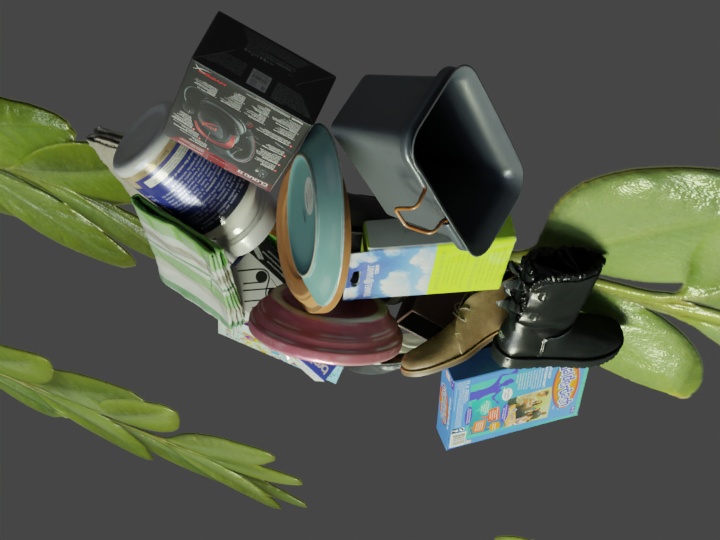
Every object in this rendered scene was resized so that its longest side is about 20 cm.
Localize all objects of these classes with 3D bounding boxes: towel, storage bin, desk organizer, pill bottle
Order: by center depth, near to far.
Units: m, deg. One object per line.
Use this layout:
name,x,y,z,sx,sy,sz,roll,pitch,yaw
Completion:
storage bin,0.062,-0.115,1.195,0.134,0.146,0.200,15,154,39
pill bottle,-0.204,-0.112,1.422,0.116,0.116,0.200,-9,139,48
towel,-0.225,-0.007,1.455,0.149,0.031,0.200,30,157,19
desk organizer,0.152,0.076,1.526,0.200,0.077,0.072,28,154,-10
towel,-0.282,-0.119,1.545,0.132,0.035,0.200,17,151,34

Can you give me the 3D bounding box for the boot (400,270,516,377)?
boot,0.132,0.067,1.435,0.076,0.200,0.074,64,174,-22

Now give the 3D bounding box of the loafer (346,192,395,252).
loafer,-0.014,-0.065,1.410,0.200,0.073,0.072,-5,137,42

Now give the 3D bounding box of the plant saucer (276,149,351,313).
plant saucer,-0.062,-0.048,1.349,0.032,0.201,0.200,-3,162,-22

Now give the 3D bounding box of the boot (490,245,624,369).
boot,0.256,0.042,1.369,0.198,0.073,0.163,-4,133,-20

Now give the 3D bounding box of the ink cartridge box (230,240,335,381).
ink cartridge box,-0.099,0.055,1.555,0.200,0.094,0.044,43,164,-13

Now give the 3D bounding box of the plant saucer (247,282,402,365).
plant saucer,-0.042,0.061,1.434,0.200,0.200,0.051,15,109,17

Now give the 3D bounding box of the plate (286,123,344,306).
plate,-0.054,-0.061,1.232,0.025,0.201,0.200,-2,159,-16

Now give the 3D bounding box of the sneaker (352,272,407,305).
sneaker,0.000,0.000,1.536,0.115,0.075,0.200,44,151,-9

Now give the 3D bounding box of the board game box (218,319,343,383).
board game box,-0.104,0.076,1.698,0.200,0.103,0.105,24,160,1

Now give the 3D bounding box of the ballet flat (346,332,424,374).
ballet flat,0.052,0.117,1.697,0.199,0.073,0.073,-3,144,32

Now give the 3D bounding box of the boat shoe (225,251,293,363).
boat shoe,-0.146,0.048,1.607,0.200,0.069,0.071,48,171,4

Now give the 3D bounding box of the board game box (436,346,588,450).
board game box,0.205,0.158,1.512,0.199,0.045,0.152,-12,137,-13

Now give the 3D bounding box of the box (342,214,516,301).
box,0.078,-0.016,1.350,0.199,0.048,0.122,-5,150,-6

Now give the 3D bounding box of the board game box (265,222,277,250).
board game box,-0.123,-0.036,1.579,0.200,0.030,0.096,30,155,7

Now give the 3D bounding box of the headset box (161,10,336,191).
headset box,-0.134,-0.182,1.280,0.148,0.075,0.200,28,153,-8
